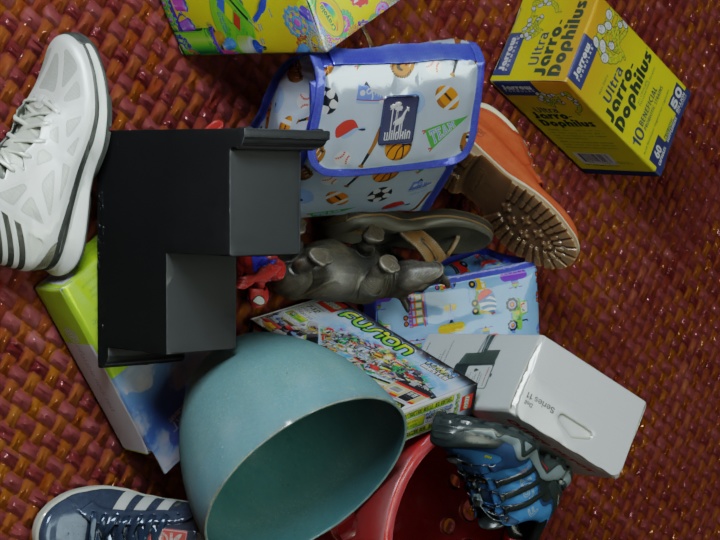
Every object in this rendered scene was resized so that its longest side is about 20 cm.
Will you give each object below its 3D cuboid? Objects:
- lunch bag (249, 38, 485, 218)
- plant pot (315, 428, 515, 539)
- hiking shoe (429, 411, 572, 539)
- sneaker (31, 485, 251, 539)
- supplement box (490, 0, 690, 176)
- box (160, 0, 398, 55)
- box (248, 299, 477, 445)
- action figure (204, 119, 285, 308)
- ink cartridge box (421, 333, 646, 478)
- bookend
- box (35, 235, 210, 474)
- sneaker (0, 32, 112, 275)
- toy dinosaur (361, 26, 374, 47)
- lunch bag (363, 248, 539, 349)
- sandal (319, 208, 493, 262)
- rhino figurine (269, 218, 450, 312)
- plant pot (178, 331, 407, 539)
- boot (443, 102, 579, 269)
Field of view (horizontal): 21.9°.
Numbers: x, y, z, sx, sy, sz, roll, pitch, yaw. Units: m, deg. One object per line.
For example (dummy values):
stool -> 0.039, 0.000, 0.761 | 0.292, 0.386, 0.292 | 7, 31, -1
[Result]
lunch bag -> 0.006, -0.132, 1.659 | 0.168, 0.200, 0.125 | -6, 63, -23
plant pot -> 0.025, 0.224, 1.764 | 0.199, 0.181, 0.203 | -13, 108, -44
hiking shoe -> 0.126, 0.190, 1.682 | 0.199, 0.074, 0.088 | 33, 72, -45
sneaker -> -0.184, 0.230, 1.617 | 0.198, 0.084, 0.076 | 4, 92, -32
supplement box -> 0.250, -0.198, 2.005 | 0.200, 0.109, 0.110 | 37, 69, -40
box -> -0.089, -0.301, 1.597 | 0.122, 0.191, 0.202 | -38, 120, -35
box -> -0.001, 0.089, 1.721 | 0.109, 0.199, 0.035 | -17, 126, -43
action figure -> -0.118, -0.025, 1.660 | 0.099, 0.065, 0.201 | -53, 148, -33
ink cartridge box -> 0.154, 0.128, 1.780 | 0.146, 0.199, 0.084 | 32, 74, -26
bookend -> -0.124, -0.016, 1.523 | 0.091, 0.199, 0.201 | -2, 93, -43
box -> -0.189, 0.062, 1.634 | 0.122, 0.047, 0.201 | -43, 121, -33
sneaker -> -0.272, -0.099, 1.515 | 0.115, 0.075, 0.203 | 5, 93, -47
toy dinosaur -> 0.000, -0.139, 1.796 | 0.106, 0.060, 0.201 | 43, 64, -37
lunch bag -> 0.081, 0.074, 1.890 | 0.198, 0.094, 0.152 | -13, 106, -34
sandal -> 0.047, -0.027, 1.833 | 0.199, 0.081, 0.055 | 5, 69, -42
rhino figurine -> 0.000, 0.000, 1.772 | 0.198, 0.087, 0.060 | 8, 56, -28
plant pot -> -0.077, 0.132, 1.599 | 0.199, 0.135, 0.201 | -25, 146, -18
boot -> 0.160, -0.092, 1.898 | 0.200, 0.075, 0.107 | 45, 43, 7
